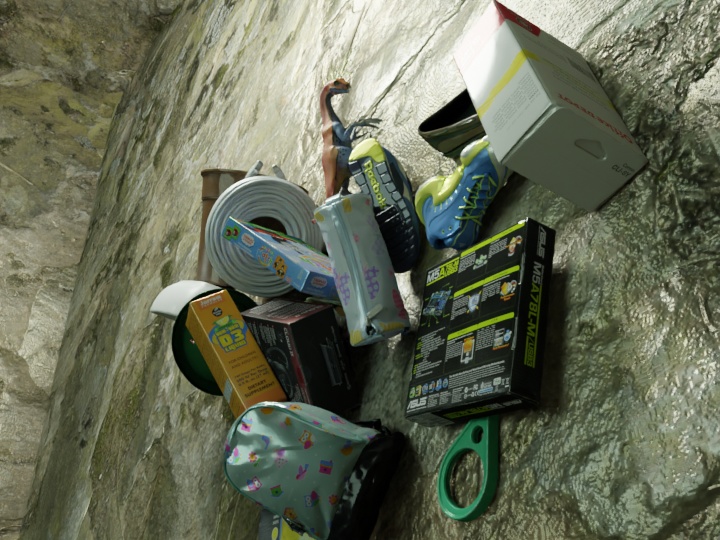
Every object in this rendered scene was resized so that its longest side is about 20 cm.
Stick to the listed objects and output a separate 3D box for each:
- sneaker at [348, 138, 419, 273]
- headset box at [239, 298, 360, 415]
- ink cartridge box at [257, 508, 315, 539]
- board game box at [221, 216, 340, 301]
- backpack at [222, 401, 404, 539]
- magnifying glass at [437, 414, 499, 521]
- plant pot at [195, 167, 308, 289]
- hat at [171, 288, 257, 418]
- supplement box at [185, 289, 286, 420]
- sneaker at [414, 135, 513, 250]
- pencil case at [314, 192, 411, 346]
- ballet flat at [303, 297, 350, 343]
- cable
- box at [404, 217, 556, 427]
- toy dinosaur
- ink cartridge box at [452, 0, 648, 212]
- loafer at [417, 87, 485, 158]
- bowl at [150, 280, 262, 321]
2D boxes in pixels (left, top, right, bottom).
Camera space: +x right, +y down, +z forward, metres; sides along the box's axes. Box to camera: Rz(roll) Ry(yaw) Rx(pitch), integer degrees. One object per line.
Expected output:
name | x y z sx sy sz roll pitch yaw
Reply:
sneaker | 0.048 -0.090 1.084 0.073 0.082 0.202 -23 69 25
headset box | -0.086 0.125 1.089 0.199 0.077 0.151 1 110 58
ink cartridge box | -0.080 0.400 1.012 0.197 0.047 0.202 -36 41 42
board game box | -0.089 -0.011 1.115 0.199 0.151 0.037 33 101 40
backpack | -0.064 0.232 0.923 0.198 0.127 0.168 22 80 18
magnifying glass | 0.132 0.171 0.824 0.079 0.022 0.202 13 81 60
plant pot | -0.205 -0.062 1.372 0.199 0.198 0.201 0 80 58
hat | -0.187 0.130 1.163 0.165 0.201 0.176 -36 14 -17
supplement box | -0.184 0.130 1.114 0.201 0.066 0.069 55 149 24
sneaker | 0.143 -0.086 0.929 0.200 0.075 0.106 -36 55 54
pencil case | 0.000 0.000 1.009 0.082 0.090 0.202 -22 79 28
ballet flat | -0.049 0.071 1.133 0.199 0.071 0.070 1 66 59
cable | -0.156 -0.055 1.259 0.200 0.200 0.069 -46 12 -5
box | 0.128 0.064 0.842 0.200 0.047 0.195 -32 40 56
toy dinosaur | -0.032 -0.204 1.192 0.182 0.199 0.105 56 147 2
ink cartridge box | 0.195 -0.176 0.809 0.084 0.144 0.201 -48 36 32
loafer | 0.154 -0.216 0.983 0.200 0.062 0.073 -38 42 42
bowl | -0.257 0.074 1.346 0.199 0.199 0.076 0 70 58
